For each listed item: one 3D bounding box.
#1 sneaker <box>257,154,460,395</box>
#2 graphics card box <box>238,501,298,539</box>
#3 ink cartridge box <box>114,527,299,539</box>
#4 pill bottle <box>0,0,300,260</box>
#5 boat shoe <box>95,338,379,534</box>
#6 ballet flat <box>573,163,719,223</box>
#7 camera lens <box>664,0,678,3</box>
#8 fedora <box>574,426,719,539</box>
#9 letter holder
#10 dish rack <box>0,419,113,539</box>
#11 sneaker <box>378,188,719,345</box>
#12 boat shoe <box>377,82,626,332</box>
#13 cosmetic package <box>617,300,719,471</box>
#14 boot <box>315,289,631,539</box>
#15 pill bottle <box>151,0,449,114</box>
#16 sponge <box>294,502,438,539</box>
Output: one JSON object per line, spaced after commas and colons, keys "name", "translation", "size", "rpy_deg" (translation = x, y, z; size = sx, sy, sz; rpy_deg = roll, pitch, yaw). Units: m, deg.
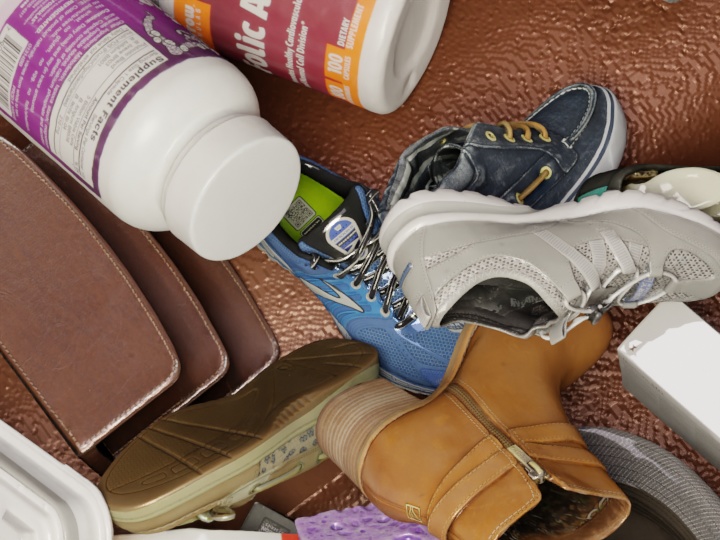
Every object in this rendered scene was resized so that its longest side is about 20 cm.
{"name": "sneaker", "translation": [0.000, 0.000, 1.285], "size": [0.200, 0.089, 0.079], "rpy_deg": [39, 83, 16]}
{"name": "graphics card box", "translation": [-0.053, 0.250, 1.240], "size": [0.125, 0.051, 0.201], "rpy_deg": [27, 79, 17]}
{"name": "ink cartridge box", "translation": [-0.062, 0.223, 1.195], "size": [0.199, 0.050, 0.163], "rpy_deg": [-8, 70, 14]}
{"name": "pill bottle", "translation": [-0.129, -0.093, 1.268], "size": [0.200, 0.112, 0.112], "rpy_deg": [39, 83, 30]}
{"name": "boat shoe", "translation": [-0.061, 0.105, 1.227], "size": [0.200, 0.063, 0.073], "rpy_deg": [-27, 31, -35]}
{"name": "ballet flat", "translation": [0.221, -0.031, 1.232], "size": [0.199, 0.068, 0.068], "rpy_deg": [-1, 72, -13]}
{"name": "camera lens", "translation": [0.143, -0.274, 1.305], "size": [0.200, 0.160, 0.160], "rpy_deg": [35, 82, 18]}
{"name": "fedora", "translation": [0.136, 0.195, 1.200], "size": [0.177, 0.090, 0.200], "rpy_deg": [-36, 64, -3]}
{"name": "letter holder", "translation": [-0.159, 0.005, 1.308], "size": [0.142, 0.101, 0.200], "rpy_deg": [-38, 71, -5]}
{"name": "dish rack", "translation": [-0.223, 0.173, 1.226], "size": [0.200, 0.043, 0.172], "rpy_deg": [27, 110, 44]}
{"name": "sneaker", "translation": [0.110, 0.009, 1.164], "size": [0.199, 0.075, 0.082], "rpy_deg": [0, 52, -14]}
{"name": "boat shoe", "translation": [0.086, -0.064, 1.253], "size": [0.071, 0.091, 0.200], "rpy_deg": [-4, 40, 42]}
{"name": "cosmetic package", "translation": [0.235, 0.102, 1.216], "size": [0.200, 0.083, 0.051], "rpy_deg": [42, 84, 18]}
{"name": "boot", "translation": [0.093, 0.082, 1.148], "size": [0.199, 0.077, 0.155], "rpy_deg": [-19, 31, -30]}
{"name": "pill bottle", "translation": [-0.054, -0.181, 1.336], "size": [0.199, 0.114, 0.115], "rpy_deg": [21, 78, 15]}
{"name": "sponge", "translation": [0.038, 0.184, 1.098], "size": [0.111, 0.030, 0.200], "rpy_deg": [-12, 32, -6]}
